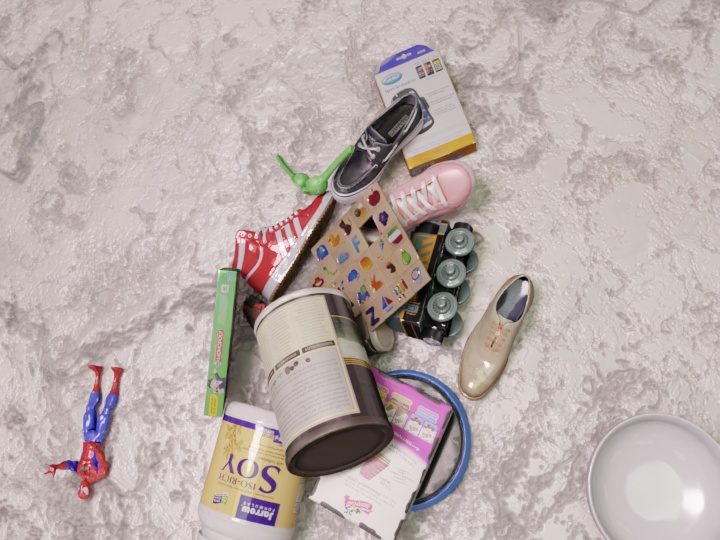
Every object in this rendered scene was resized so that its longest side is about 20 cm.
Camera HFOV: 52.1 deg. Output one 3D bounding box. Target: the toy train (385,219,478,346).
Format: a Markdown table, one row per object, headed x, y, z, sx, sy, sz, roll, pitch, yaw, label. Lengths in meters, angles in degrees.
| x | y | z | sx | sy | sz | roll | pitch | yaw | label |
| --- | --- | --- | --- | --- | --- | --- | --- | --- | --- |
| 0.108 | 0.013 | 1.110 | 0.111 | 0.086 | 0.204 | 10 | 67 | 20 | toy train |

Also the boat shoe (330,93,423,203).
| x | y | z | sx | sy | sz | roll | pitch | yaw | label |
| --- | --- | --- | --- | --- | --- | --- | --- | --- | --- |
| 0.023 | -0.192 | 1.144 | 0.200 | 0.068 | 0.072 | -45 | 71 | -6 | boat shoe |

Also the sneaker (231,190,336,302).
| x | y | z | sx | sy | sz | roll | pitch | yaw | label |
| --- | --- | --- | --- | --- | --- | --- | --- | --- | --- |
| -0.127 | -0.062 | 1.176 | 0.111 | 0.071 | 0.202 | 33 | 85 | 11 | sneaker |

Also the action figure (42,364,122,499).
| x | y | z | sx | sy | sz | roll | pitch | yaw | label |
| --- | --- | --- | --- | --- | --- | --- | --- | --- | --- |
| -0.423 | 0.248 | 1.134 | 0.063 | 0.099 | 0.206 | 2 | 79 | 10 | action figure |

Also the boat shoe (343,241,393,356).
| x | y | z | sx | sy | sz | roll | pitch | yaw | label |
| --- | --- | --- | --- | --- | --- | --- | --- | --- | --- |
| -0.001 | 0.031 | 1.136 | 0.059 | 0.071 | 0.205 | -22 | 73 | 32 | boat shoe |

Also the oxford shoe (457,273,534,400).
| x | y | z | sx | sy | sz | roll | pitch | yaw | label |
| --- | --- | --- | --- | --- | --- | --- | --- | --- | --- |
| 0.196 | 0.093 | 1.086 | 0.069 | 0.074 | 0.204 | 23 | 81 | 13 | oxford shoe |

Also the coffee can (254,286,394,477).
| x | y | z | sx | sy | sz | roll | pitch | yaw | label |
| --- | --- | --- | --- | --- | --- | --- | --- | --- | --- |
| -0.053 | 0.147 | 0.982 | 0.143 | 0.147 | 0.203 | -22 | 58 | 3 | coffee can |

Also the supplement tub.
| x | y | z | sx | sy | sz | roll | pitch | yaw | label |
| --- | --- | --- | --- | --- | --- | --- | --- | --- | --- |
| -0.149 | 0.302 | 1.051 | 0.142 | 0.146 | 0.205 | 12 | 78 | 11 | supplement tub |

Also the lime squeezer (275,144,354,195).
| x | y | z | sx | sy | sz | roll | pitch | yaw | label |
| --- | --- | --- | --- | --- | --- | --- | --- | --- | --- |
| -0.084 | -0.154 | 1.164 | 0.198 | 0.037 | 0.073 | 5 | 101 | 50 | lime squeezer |

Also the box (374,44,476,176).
| x | y | z | sx | sy | sz | roll | pitch | yaw | label |
| --- | --- | --- | --- | --- | --- | --- | --- | --- | --- |
| 0.101 | -0.269 | 1.210 | 0.116 | 0.042 | 0.204 | -20 | 72 | 3 | box |

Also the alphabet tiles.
| x | y | z | sx | sy | sz | roll | pitch | yaw | label |
| --- | --- | --- | --- | --- | --- | --- | --- | --- | --- |
| 0.000 | 0.000 | 1.085 | 0.200 | 0.007 | 0.170 | -43 | 65 | 34 | alphabet tiles |

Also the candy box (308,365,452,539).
| x | y | z | sx | sy | sz | roll | pitch | yaw | label |
| --- | --- | --- | --- | --- | --- | --- | --- | --- | --- |
| 0.031 | 0.257 | 1.037 | 0.134 | 0.061 | 0.203 | 24 | 80 | 15 | candy box |

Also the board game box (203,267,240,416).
| x | y | z | sx | sy | sz | roll | pitch | yaw | label |
| --- | --- | --- | --- | --- | --- | --- | --- | --- | --- |
| -0.204 | 0.100 | 1.092 | 0.028 | 0.135 | 0.206 | 6 | 90 | -7 | board game box |

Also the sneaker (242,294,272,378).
| x | y | z | sx | sy | sz | roll | pitch | yaw | label |
| --- | --- | --- | --- | --- | --- | --- | --- | --- | --- |
| -0.124 | 0.126 | 1.129 | 0.098 | 0.071 | 0.200 | -45 | 76 | -6 | sneaker |

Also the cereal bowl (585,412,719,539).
| x | y | z | sx | sy | sz | roll | pitch | yaw | label |
| --- | --- | --- | --- | --- | --- | --- | --- | --- | --- |
| 0.401 | 0.300 | 1.000 | 0.194 | 0.083 | 0.206 | -2 | 75 | 8 | cereal bowl |

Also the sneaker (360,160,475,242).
| x | y | z | sx | sy | sz | roll | pitch | yaw | label |
| --- | --- | --- | --- | --- | --- | --- | --- | --- | --- |
| 0.075 | -0.094 | 1.098 | 0.197 | 0.105 | 0.077 | -19 | 105 | 34 | sneaker |

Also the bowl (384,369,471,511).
| x | y | z | sx | sy | sz | roll | pitch | yaw | label |
| --- | --- | --- | --- | --- | --- | --- | --- | --- | --- |
| 0.066 | 0.249 | 1.087 | 0.195 | 0.039 | 0.206 | -2 | 76 | 8 | bowl |
